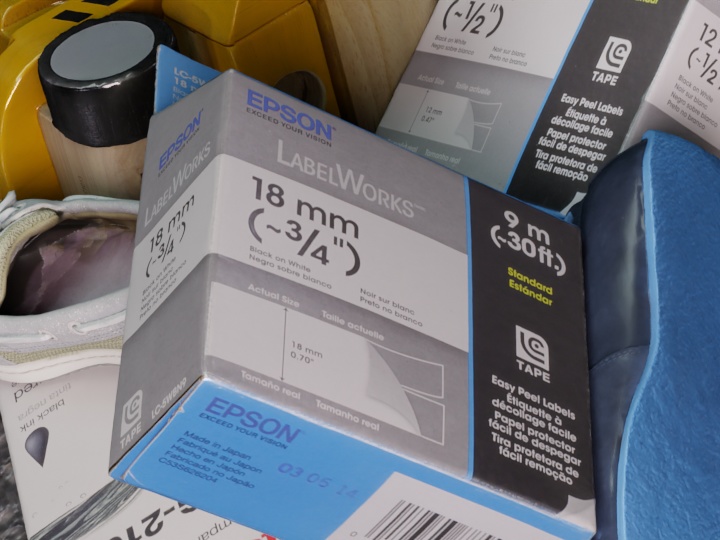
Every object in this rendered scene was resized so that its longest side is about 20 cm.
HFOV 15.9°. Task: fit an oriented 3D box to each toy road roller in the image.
[{"bbox_3d":[-0.071,-0.087,1.089,0.200,0.123,0.146,-32,39,-22],"label":"toy road roller"}]

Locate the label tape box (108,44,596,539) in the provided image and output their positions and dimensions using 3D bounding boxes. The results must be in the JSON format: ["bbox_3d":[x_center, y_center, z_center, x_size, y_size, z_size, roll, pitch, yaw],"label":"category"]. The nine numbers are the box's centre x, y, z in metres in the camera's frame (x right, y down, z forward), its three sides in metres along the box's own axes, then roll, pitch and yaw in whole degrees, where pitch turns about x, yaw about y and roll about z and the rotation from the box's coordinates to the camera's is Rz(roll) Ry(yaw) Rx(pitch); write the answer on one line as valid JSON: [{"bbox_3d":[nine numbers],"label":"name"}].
[{"bbox_3d":[0.000,0.000,0.860,0.063,0.144,0.200,-48,29,39],"label":"label tape box"}]

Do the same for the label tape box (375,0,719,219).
[{"bbox_3d":[0.102,-0.108,1.026,0.143,0.066,0.200,19,84,51],"label":"label tape box"}]

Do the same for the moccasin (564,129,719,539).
[{"bbox_3d":[0.100,0.050,0.881,0.068,0.080,0.200,-33,37,44],"label":"moccasin"}]

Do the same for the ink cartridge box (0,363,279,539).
[{"bbox_3d":[-0.046,0.080,0.957,0.145,0.084,0.200,-33,40,9],"label":"ink cartridge box"}]

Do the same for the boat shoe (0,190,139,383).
[{"bbox_3d":[-0.107,0.000,0.964,0.202,0.065,0.074,9,58,44],"label":"boat shoe"}]
